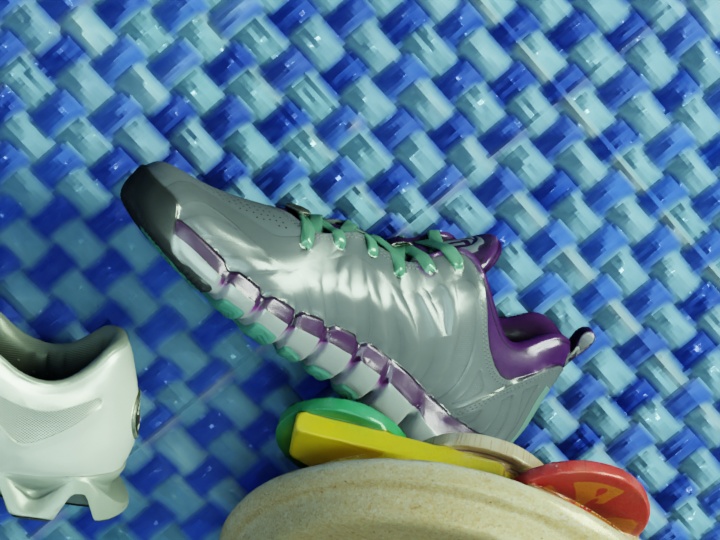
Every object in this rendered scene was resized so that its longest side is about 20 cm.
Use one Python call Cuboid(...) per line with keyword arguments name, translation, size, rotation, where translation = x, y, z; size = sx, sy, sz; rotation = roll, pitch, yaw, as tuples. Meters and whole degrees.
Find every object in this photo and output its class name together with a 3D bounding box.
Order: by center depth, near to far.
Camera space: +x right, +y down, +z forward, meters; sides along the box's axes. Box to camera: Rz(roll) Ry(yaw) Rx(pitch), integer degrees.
Cuboid(name="sneaker", translation=(-0.184, 0.041, 0.912), size=(0.200, 0.074, 0.089), rotation=(5, 111, -17))
Cuboid(name="sneaker", translation=(0.000, 0.000, 0.917), size=(0.200, 0.074, 0.088), rotation=(38, 94, -28))
Cuboid(name="toy food set", translation=(0.041, 0.128, 0.937), size=(0.200, 0.049, 0.198), rotation=(15, 143, 2))
